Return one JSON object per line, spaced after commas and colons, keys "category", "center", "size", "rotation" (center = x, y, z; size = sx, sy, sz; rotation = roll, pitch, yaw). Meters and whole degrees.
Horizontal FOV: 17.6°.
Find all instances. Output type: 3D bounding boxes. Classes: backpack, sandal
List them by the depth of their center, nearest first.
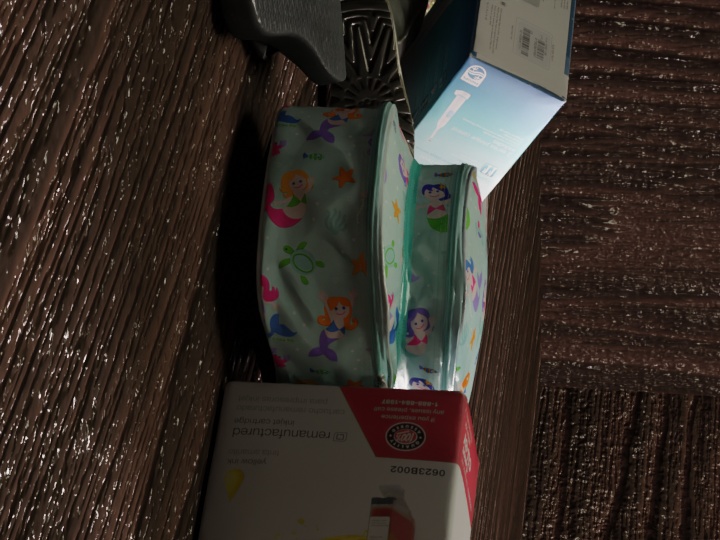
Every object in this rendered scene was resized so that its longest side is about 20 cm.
{"category": "sandal", "center": [-0.050, -0.155, 1.350], "size": [0.200, 0.042, 0.077], "rotation": [23, 63, -71]}
{"category": "backpack", "center": [0.000, 0.000, 1.387], "size": [0.201, 0.149, 0.179], "rotation": [72, 20, -53]}

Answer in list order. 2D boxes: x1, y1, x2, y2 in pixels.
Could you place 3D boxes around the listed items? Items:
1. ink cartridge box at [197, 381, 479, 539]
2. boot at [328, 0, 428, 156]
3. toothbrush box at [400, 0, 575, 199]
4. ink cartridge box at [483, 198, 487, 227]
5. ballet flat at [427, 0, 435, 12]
{"category": "ink cartridge box", "center": [-0.016, 0.169, 1.299], "size": [0.084, 0.144, 0.201], "rotation": [80, 15, -55]}
{"category": "boot", "center": [0.012, -0.152, 1.708], "size": [0.200, 0.072, 0.183], "rotation": [-84, 176, -72]}
{"category": "toothbrush box", "center": [0.077, -0.133, 1.768], "size": [0.200, 0.085, 0.147], "rotation": [-51, -159, 43]}
{"category": "ink cartridge box", "center": [0.061, -0.017, 1.988], "size": [0.200, 0.082, 0.148], "rotation": [-71, 163, -65]}
{"category": "ballet flat", "center": [0.073, -0.209, 2.082], "size": [0.200, 0.063, 0.076], "rotation": [74, 21, -65]}
